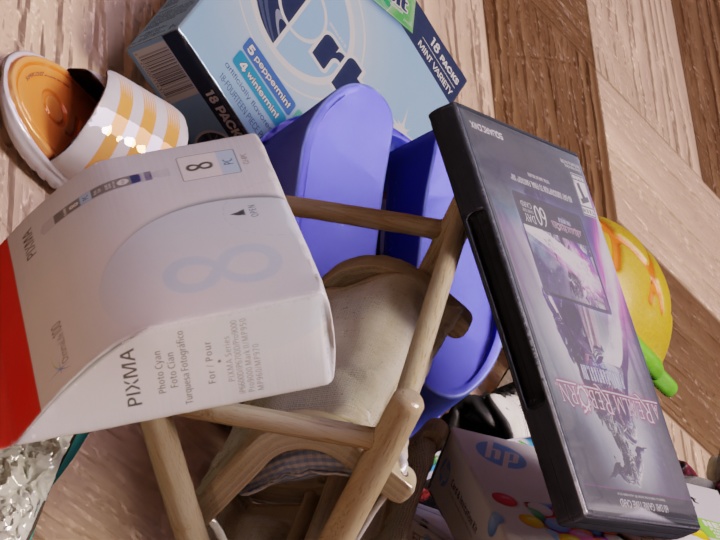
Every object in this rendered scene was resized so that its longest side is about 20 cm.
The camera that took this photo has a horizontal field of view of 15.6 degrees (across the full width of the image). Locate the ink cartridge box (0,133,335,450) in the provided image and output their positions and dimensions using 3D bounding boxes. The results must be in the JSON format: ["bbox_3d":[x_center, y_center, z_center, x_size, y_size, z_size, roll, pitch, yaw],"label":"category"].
[{"bbox_3d":[-0.122,0.008,1.084,0.160,0.199,0.048,-115,-162,-60],"label":"ink cartridge box"}]

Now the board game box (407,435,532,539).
[{"bbox_3d":[0.094,0.137,1.405,0.126,0.035,0.199,32,24,36],"label":"board game box"}]

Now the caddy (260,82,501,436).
[{"bbox_3d":[0.000,0.000,1.393,0.141,0.105,0.201,17,64,-20],"label":"caddy"}]

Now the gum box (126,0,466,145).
[{"bbox_3d":[-0.031,-0.117,1.504,0.170,0.044,0.200,56,41,-21],"label":"gum box"}]

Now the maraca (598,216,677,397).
[{"bbox_3d":[0.152,0.027,1.730,0.137,0.107,0.200,47,2,26],"label":"maraca"}]

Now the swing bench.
[{"bbox_3d":[-0.027,0.082,1.210,0.199,0.129,0.201,-68,166,-58],"label":"swing bench"}]

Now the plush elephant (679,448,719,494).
[{"bbox_3d":[0.236,0.157,1.703,0.155,0.164,0.201,-40,130,-51],"label":"plush elephant"}]

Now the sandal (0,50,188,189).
[{"bbox_3d":[-0.106,-0.054,1.375,0.207,0.059,0.079,42,31,-36],"label":"sandal"}]

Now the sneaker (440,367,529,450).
[{"bbox_3d":[0.091,0.095,1.580,0.088,0.075,0.200,52,26,-21],"label":"sneaker"}]

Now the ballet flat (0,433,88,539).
[{"bbox_3d":[-0.154,0.075,1.154,0.072,0.072,0.200,54,26,-17],"label":"ballet flat"}]

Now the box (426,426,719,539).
[{"bbox_3d":[0.129,0.151,1.249,0.155,0.041,0.200,15,19,-18],"label":"box"}]

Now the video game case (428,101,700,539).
[{"bbox_3d":[0.097,0.026,1.234,0.143,0.019,0.201,16,53,-61],"label":"video game case"}]
